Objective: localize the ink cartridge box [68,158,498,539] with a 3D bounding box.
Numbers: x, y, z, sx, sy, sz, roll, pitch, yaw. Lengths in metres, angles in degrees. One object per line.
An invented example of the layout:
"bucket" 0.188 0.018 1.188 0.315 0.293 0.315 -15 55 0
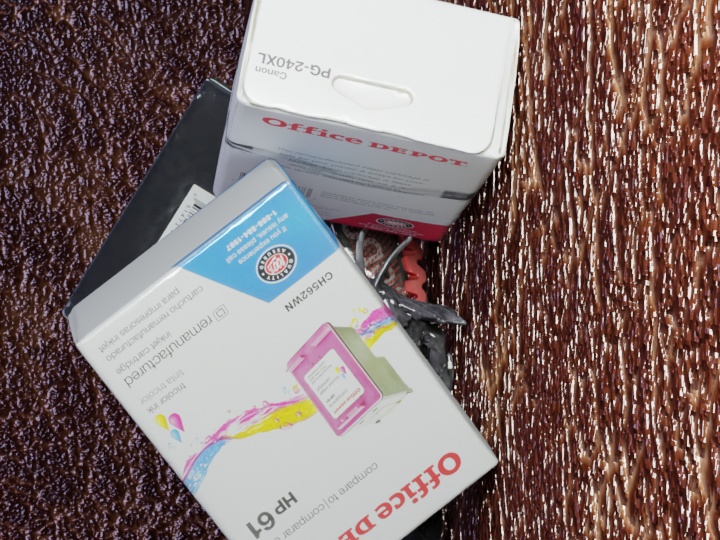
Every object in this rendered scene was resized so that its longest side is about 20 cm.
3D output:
"ink cartridge box" -0.041 0.065 1.134 0.200 0.144 0.085 53 178 -16

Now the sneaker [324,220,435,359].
"sneaker" 0.000 0.000 1.363 0.071 0.097 0.202 122 147 -72

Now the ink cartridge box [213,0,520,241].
"ink cartridge box" -0.001 -0.089 1.177 0.200 0.144 0.084 122 159 -75

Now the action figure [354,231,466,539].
"action figure" 0.004 0.083 1.256 0.102 0.118 0.201 -29 -61 -61

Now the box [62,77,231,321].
"box" -0.094 -0.009 1.538 0.201 0.123 0.198 -58 -12 -2
